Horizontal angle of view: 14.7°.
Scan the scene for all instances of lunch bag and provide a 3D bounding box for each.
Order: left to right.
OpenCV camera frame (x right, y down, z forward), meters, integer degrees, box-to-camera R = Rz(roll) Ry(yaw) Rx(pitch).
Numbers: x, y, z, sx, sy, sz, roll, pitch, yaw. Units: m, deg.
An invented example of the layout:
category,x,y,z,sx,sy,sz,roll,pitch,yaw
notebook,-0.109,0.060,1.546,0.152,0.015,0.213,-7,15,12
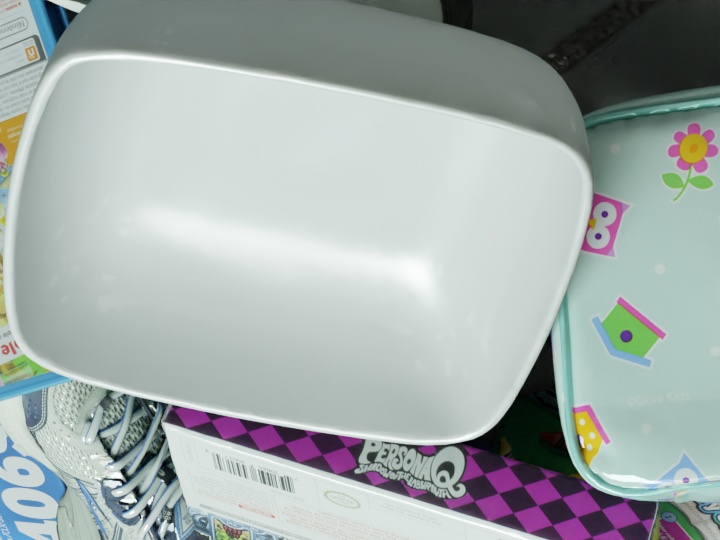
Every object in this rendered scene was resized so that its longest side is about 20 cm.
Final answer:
category,x,y,z,sx,sy,sz,roll,pitch,yaw
lunch bag,0.168,0.002,1.031,0.199,0.161,0.077,-6,173,5

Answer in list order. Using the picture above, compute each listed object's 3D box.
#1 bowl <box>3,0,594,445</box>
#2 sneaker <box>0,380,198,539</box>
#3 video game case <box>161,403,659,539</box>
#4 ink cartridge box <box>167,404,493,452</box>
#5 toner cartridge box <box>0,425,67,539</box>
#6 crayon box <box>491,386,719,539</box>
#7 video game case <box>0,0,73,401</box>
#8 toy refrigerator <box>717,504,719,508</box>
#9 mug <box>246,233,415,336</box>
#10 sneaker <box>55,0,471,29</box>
category,x,y,z,sx,sy,sz,roll,pitch,yaw
bowl,-0.025,-0.029,1.005,0.199,0.075,0.200,10,142,-6
sneaker,-0.096,0.085,1.240,0.085,0.077,0.200,28,153,32
video game case,0.026,0.118,1.151,0.199,0.036,0.182,16,153,15
ink cartridge box,-0.054,0.094,1.340,0.197,0.047,0.200,36,141,-17
toner cartridge box,-0.162,0.114,1.343,0.094,0.043,0.201,4,139,22
crayon box,0.162,0.128,1.273,0.118,0.058,0.200,-17,128,37
video game case,-0.162,-0.047,1.149,0.143,0.018,0.201,-16,94,36
toy refrigerator,0.186,0.069,1.157,0.076,0.070,0.200,7,138,53
mug,-0.011,-0.003,1.147,0.152,0.115,0.185,30,141,-13
sneaker,-0.057,-0.109,1.044,0.199,0.080,0.074,15,113,2
